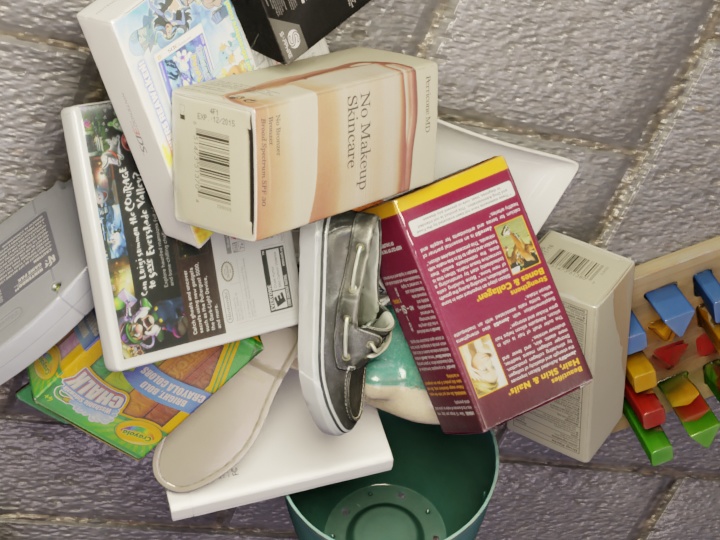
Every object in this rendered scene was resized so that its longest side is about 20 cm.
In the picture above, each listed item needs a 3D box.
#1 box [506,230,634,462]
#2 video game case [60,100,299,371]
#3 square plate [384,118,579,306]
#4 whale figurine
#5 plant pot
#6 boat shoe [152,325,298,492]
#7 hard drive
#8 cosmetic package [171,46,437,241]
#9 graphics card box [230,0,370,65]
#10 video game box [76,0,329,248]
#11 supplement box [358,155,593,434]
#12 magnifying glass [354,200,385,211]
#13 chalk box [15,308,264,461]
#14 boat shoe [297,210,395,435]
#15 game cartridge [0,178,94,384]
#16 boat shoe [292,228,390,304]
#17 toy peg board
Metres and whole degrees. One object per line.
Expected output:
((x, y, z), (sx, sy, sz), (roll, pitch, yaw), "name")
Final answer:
((0.194, 0.073, 1.516), (0.078, 0.095, 0.200), (-44, 146, -38), "box")
((-0.133, -0.039, 1.257), (0.182, 0.023, 0.200), (-14, 98, -39), "video game case")
((0.063, -0.045, 1.430), (0.200, 0.028, 0.198), (14, 121, -29), "square plate")
((0.028, 0.065, 1.429), (0.200, 0.159, 0.104), (13, 104, 13), "whale figurine")
((0.024, 0.214, 1.524), (0.200, 0.201, 0.161), (-13, 144, -10), "plant pot")
((-0.109, 0.103, 1.402), (0.073, 0.063, 0.200), (33, 97, -8), "boat shoe")
((-0.085, 0.142, 1.458), (0.200, 0.132, 0.027), (-12, 145, -10), "hard drive")
((-0.038, -0.097, 1.198), (0.200, 0.087, 0.103), (-23, 120, -45), "cosmetic package")
((-0.014, -0.255, 1.168), (0.200, 0.051, 0.126), (-42, 136, -20), "graphics card box")
((-0.103, -0.149, 1.204), (0.182, 0.047, 0.200), (-45, 135, -33), "video game box")
((0.092, 0.021, 1.324), (0.110, 0.086, 0.200), (-23, 93, -22), "supplement box")
((0.047, -0.042, 1.368), (0.200, 0.022, 0.080), (8, 81, -19), "magnifying glass")
((-0.201, 0.063, 1.357), (0.200, 0.124, 0.124), (-43, 129, 16), "chalk box")
((-0.009, 0.046, 1.308), (0.071, 0.072, 0.200), (4, 116, 18), "boat shoe")
((-0.284, 0.024, 1.289), (0.200, 0.133, 0.041), (-36, 130, 11), "game cartridge")
((0.000, 0.000, 1.379), (0.200, 0.069, 0.072), (11, 124, -26), "boat shoe")
((0.332, 0.083, 1.587), (0.200, 0.098, 0.199), (-20, 132, -4), "toy peg board")
